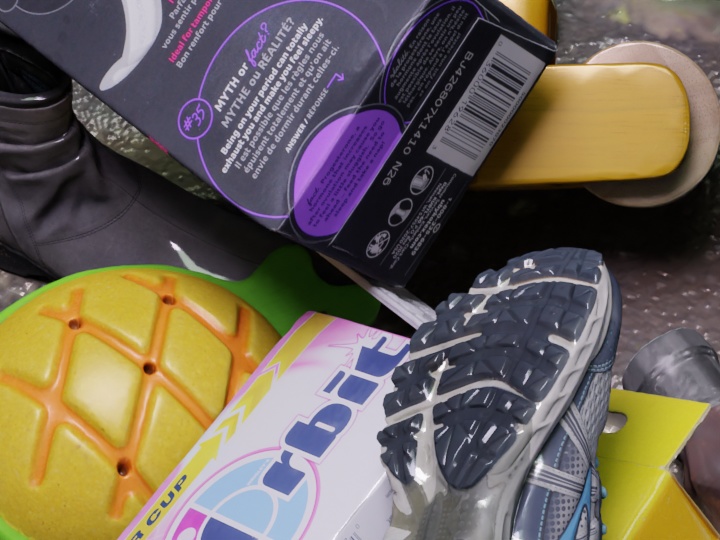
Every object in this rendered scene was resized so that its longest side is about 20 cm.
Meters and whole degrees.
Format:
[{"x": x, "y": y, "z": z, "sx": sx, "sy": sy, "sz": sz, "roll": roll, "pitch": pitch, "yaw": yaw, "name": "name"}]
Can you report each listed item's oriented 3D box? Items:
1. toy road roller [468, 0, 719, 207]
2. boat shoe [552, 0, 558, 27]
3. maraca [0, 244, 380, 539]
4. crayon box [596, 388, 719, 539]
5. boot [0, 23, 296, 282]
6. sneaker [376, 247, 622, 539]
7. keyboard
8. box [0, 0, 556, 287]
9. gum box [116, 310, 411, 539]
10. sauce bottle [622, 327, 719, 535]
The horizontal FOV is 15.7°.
[{"x": 0.058, "y": -0.102, "z": 1.133, "sx": 0.198, "sy": 0.123, "sz": 0.147, "roll": 1, "pitch": 91, "yaw": 7, "name": "toy road roller"}, {"x": -0.007, "y": -0.120, "z": 1.231, "sx": 0.199, "sy": 0.063, "sz": 0.074, "roll": -14, "pitch": 52, "yaw": -1, "name": "boat shoe"}, {"x": -0.074, "y": 0.056, "z": 1.083, "sx": 0.199, "sy": 0.107, "sz": 0.138, "roll": -15, "pitch": 71, "yaw": -20, "name": "maraca"}, {"x": 0.051, "y": 0.133, "z": 0.994, "sx": 0.127, "sy": 0.051, "sz": 0.200, "roll": 9, "pitch": 56, "yaw": 50, "name": "crayon box"}, {"x": -0.120, "y": -0.040, "z": 1.145, "sx": 0.199, "sy": 0.132, "sz": 0.070, "roll": 15, "pitch": 56, "yaw": 20, "name": "boot"}, {"x": 0.050, "y": 0.087, "z": 0.922, "sx": 0.077, "sy": 0.086, "sz": 0.201, "roll": 1, "pitch": 59, "yaw": 43, "name": "sneaker"}, {"x": 0.000, "y": 0.000, "z": 1.079, "sx": 0.011, "sy": 0.056, "sz": 0.200, "roll": -54, "pitch": 44, "yaw": 1, "name": "keyboard"}, {"x": -0.043, "y": -0.102, "z": 1.042, "sx": 0.200, "sy": 0.106, "sz": 0.123, "roll": 38, "pitch": 97, "yaw": 30, "name": "box"}, {"x": -0.026, "y": 0.109, "z": 0.990, "sx": 0.200, "sy": 0.066, "sz": 0.113, "roll": -50, "pitch": 34, "yaw": -17, "name": "gum box"}, {"x": 0.170, "y": 0.104, "z": 1.029, "sx": 0.066, "sy": 0.066, "sz": 0.200, "roll": -28, "pitch": 55, "yaw": -12, "name": "sauce bottle"}]
